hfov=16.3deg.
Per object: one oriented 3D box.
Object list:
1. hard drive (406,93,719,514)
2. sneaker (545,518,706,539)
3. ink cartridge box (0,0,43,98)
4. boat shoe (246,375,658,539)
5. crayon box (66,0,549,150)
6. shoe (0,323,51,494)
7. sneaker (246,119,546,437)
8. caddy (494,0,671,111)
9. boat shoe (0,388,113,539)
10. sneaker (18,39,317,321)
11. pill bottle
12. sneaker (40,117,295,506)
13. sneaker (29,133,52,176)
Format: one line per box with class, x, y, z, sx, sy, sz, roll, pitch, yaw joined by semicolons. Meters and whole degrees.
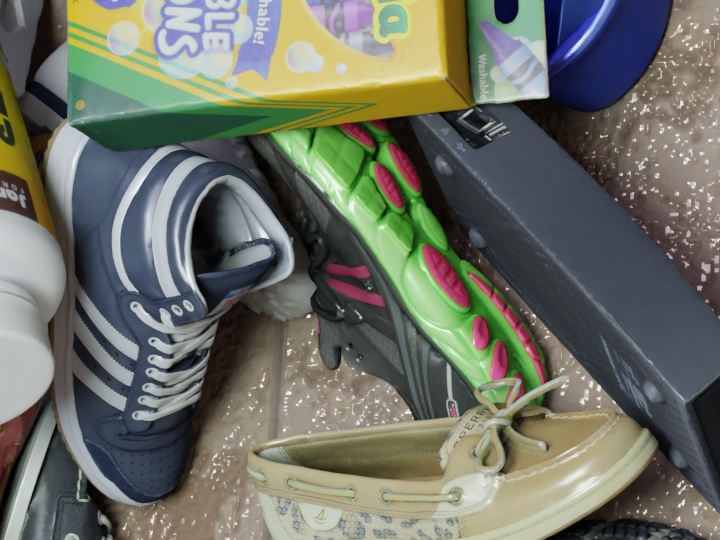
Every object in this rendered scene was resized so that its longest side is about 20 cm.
hard drive;0.099;0.007;1.075;0.042;0.135;0.200;-37;57;-5
sneaker;0.066;0.158;1.095;0.200;0.077;0.080;-20;87;26
ink cartridge box;-0.269;-0.097;1.281;0.200;0.086;0.148;-32;28;17
boat shoe;0.034;0.088;1.084;0.200;0.073;0.063;-18;103;33
crayon box;-0.025;-0.127;1.066;0.200;0.052;0.126;-6;77;15
shoe;-0.187;0.081;1.169;0.091;0.071;0.200;-107;36;-68
sneaker;0.000;0.000;1.131;0.084;0.077;0.200;-35;87;28
caddy;0.070;-0.165;1.148;0.141;0.105;0.200;6;79;29
boat shoe;-0.151;0.144;1.206;0.060;0.076;0.200;19;73;-8
sneaker;-0.083;-0.053;1.220;0.200;0.076;0.081;38;72;23
pill bottle;-0.195;-0.029;1.108;0.109;0.109;0.200;-32;56;16
sneaker;-0.084;0.030;1.143;0.108;0.070;0.200;17;123;37
sneaker;-0.191;0.001;1.256;0.200;0.088;0.075;-15;38;46
